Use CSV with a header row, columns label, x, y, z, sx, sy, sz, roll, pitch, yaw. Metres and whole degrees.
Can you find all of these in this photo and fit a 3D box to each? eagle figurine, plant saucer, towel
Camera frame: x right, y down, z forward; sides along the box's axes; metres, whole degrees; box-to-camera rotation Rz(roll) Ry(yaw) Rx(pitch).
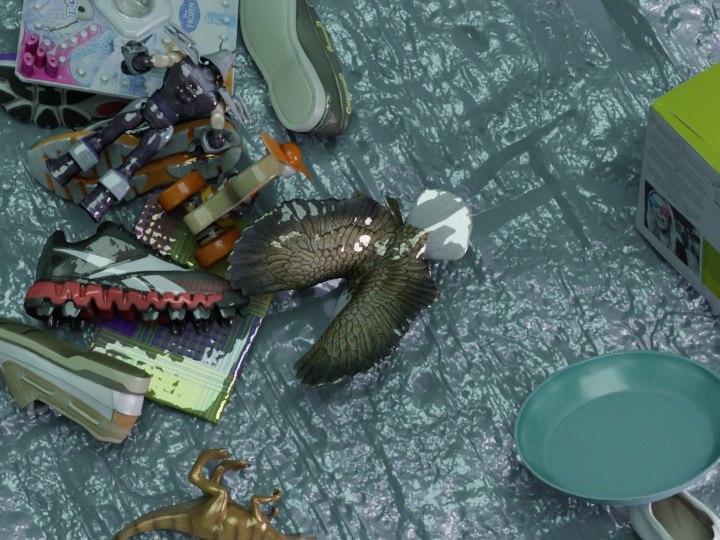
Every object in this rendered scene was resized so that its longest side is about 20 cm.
label,x,y,z,sx,sy,sz,roll,pitch,yaw
eagle figurine,-0.002,0.007,1.708,0.151,0.200,0.151,12,109,32
plant saucer,0.237,0.146,1.696,0.199,0.036,0.200,-10,34,7
towel,-0.157,0.029,1.749,0.143,0.023,0.201,20,70,1

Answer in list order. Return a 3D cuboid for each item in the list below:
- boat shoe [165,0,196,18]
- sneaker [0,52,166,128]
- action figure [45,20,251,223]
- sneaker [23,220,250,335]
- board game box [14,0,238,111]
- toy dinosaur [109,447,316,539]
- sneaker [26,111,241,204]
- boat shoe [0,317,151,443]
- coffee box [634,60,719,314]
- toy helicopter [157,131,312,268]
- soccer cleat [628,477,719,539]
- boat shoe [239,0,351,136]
label,x,y,z,sx,sy,sz,roll,pitch,yaw
boat shoe,-0.242,-0.282,1.834,0.199,0.072,0.069,15,54,3
sneaker,-0.254,-0.188,1.805,0.199,0.081,0.084,-3,52,-13
action figure,-0.185,-0.136,1.694,0.200,0.069,0.130,-40,94,1
sneaker,-0.197,0.004,1.704,0.200,0.071,0.098,3,72,-3
board game box,-0.211,-0.250,1.775,0.199,0.026,0.201,8,60,-13
toy dinosaur,-0.134,0.212,1.663,0.199,0.060,0.107,6,71,-3
sneaker,-0.211,-0.116,1.777,0.199,0.078,0.077,-7,40,-3
boat shoe,-0.284,0.091,1.683,0.199,0.075,0.069,21,96,19
coffee box,0.392,-0.077,1.727,0.199,0.198,0.200,-31,60,-15
toy helicopter,-0.096,-0.075,1.676,0.132,0.200,0.079,-34,93,-14
soccer cleat,0.314,0.263,1.680,0.069,0.078,0.200,-42,79,-18
boat shoe,-0.062,-0.212,1.828,0.060,0.072,0.202,14,47,-44
